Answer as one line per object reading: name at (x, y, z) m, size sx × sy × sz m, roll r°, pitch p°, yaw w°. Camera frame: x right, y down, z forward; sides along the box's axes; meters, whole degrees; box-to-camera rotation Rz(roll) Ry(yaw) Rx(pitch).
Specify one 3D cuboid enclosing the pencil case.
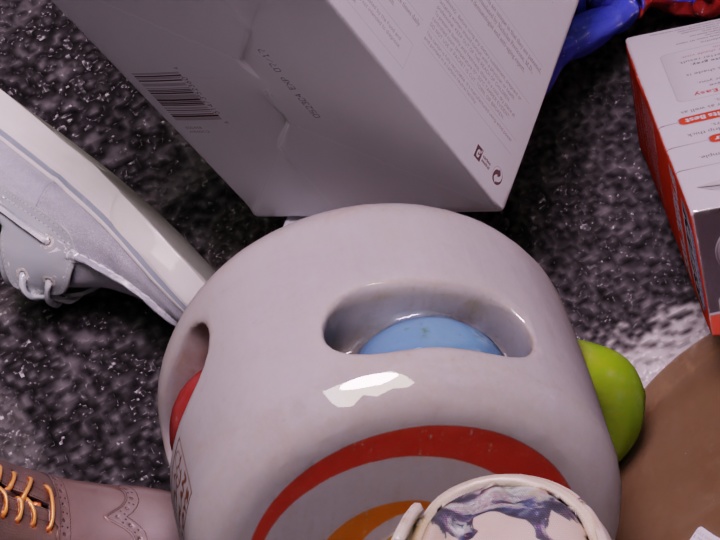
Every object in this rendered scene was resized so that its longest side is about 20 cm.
pencil case at (0.066, 0.163, 1.049) m, size 0.089 × 0.201 × 0.078 m, roll 0°, pitch 47°, yaw 14°

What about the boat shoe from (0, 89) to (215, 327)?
boat shoe at (-0.144, -0.020, 1.293) m, size 0.201 × 0.070 × 0.072 m, roll 38°, pitch 91°, yaw 26°

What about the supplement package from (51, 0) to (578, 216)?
supplement package at (-0.009, -0.159, 1.181) m, size 0.146 × 0.191 × 0.201 m, roll 0°, pitch 57°, yaw 36°

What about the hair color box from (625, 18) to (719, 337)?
hair color box at (0.187, -0.051, 1.196) m, size 0.110 × 0.064 × 0.200 m, roll -11°, pitch 25°, yaw 3°

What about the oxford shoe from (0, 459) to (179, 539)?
oxford shoe at (-0.155, 0.115, 1.173) m, size 0.199 × 0.073 × 0.072 m, roll -3°, pitch 51°, yaw -22°

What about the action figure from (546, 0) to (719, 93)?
action figure at (0.115, -0.145, 1.284) m, size 0.199 × 0.099 × 0.065 m, roll -25°, pitch 50°, yaw -28°

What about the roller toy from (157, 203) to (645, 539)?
roller toy at (0.009, 0.081, 1.115) m, size 0.200 × 0.182 × 0.140 m, roll -34°, pitch 37°, yaw 15°

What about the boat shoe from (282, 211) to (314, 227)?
boat shoe at (0.000, 0.000, 1.244) m, size 0.065 × 0.074 × 0.201 m, roll 5°, pitch 61°, yaw 18°

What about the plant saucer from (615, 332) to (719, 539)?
plant saucer at (0.163, 0.097, 1.120) m, size 0.200 × 0.029 × 0.201 m, roll -30°, pitch 42°, yaw 31°
